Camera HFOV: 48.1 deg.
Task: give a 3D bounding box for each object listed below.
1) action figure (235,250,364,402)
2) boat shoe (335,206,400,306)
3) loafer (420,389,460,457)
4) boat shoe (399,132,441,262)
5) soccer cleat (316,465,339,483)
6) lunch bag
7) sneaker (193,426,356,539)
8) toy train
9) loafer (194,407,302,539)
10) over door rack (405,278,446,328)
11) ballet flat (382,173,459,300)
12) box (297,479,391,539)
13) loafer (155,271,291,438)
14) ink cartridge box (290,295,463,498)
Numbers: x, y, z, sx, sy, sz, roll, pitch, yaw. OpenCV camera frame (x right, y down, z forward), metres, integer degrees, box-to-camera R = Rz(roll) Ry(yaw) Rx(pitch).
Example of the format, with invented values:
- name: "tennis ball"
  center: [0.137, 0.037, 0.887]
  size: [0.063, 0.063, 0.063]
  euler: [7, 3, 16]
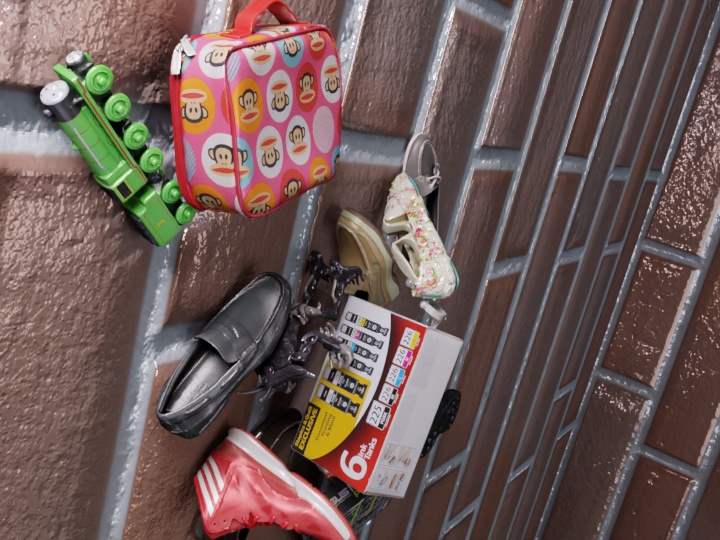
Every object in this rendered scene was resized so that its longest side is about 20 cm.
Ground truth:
- name: "action figure"
  center: [-0.064, 0.079, 0.930]
  size: [0.102, 0.118, 0.201]
  euler: [54, 54, -39]
- name: "boat shoe"
  center: [0.000, 0.000, 1.045]
  size: [0.076, 0.072, 0.200]
  euler: [-43, 145, -12]
- name: "loafer"
  center: [0.119, 0.258, 1.418]
  size: [0.200, 0.070, 0.069]
  euler: [-31, 135, -55]
- name: "boat shoe"
  center: [0.094, -0.096, 1.146]
  size: [0.067, 0.057, 0.202]
  euler: [-37, 139, -44]
- name: "soccer cleat"
  center: [-0.033, 0.264, 1.176]
  size: [0.069, 0.078, 0.200]
  euler: [-26, 160, -2]
- name: "lunch bag"
  center: [-0.087, -0.153, 0.731]
  size: [0.200, 0.081, 0.178]
  euler: [-35, 129, -57]
- name: "sneaker"
  center: [-0.108, 0.285, 0.927]
  size: [0.116, 0.199, 0.079]
  euler: [-47, 162, -22]
- name: "toy train"
  center: [-0.194, -0.091, 0.658]
  size: [0.056, 0.042, 0.201]
  euler: [-46, 147, -16]
- name: "loafer"
  center: [-0.121, 0.267, 1.008]
  size: [0.201, 0.071, 0.073]
  euler: [-56, 150, -22]
- name: "over door rack"
  center: [0.052, 0.079, 1.116]
  size: [0.148, 0.066, 0.200]
  euler: [-55, -176, 13]
- name: "ballet flat"
  center: [0.065, -0.047, 1.040]
  size: [0.063, 0.201, 0.076]
  euler: [-12, 144, -14]
- name: "box"
  center: [-0.011, 0.342, 1.185]
  size: [0.160, 0.044, 0.201]
  euler: [-31, 156, -27]
- name: "loafer"
  center: [-0.141, 0.083, 0.845]
  size: [0.201, 0.068, 0.071]
  euler: [-55, 158, -15]
- name: "ink cartridge box"
  center: [0.003, 0.144, 0.980]
  size: [0.084, 0.175, 0.202]
  euler: [24, 87, -48]
